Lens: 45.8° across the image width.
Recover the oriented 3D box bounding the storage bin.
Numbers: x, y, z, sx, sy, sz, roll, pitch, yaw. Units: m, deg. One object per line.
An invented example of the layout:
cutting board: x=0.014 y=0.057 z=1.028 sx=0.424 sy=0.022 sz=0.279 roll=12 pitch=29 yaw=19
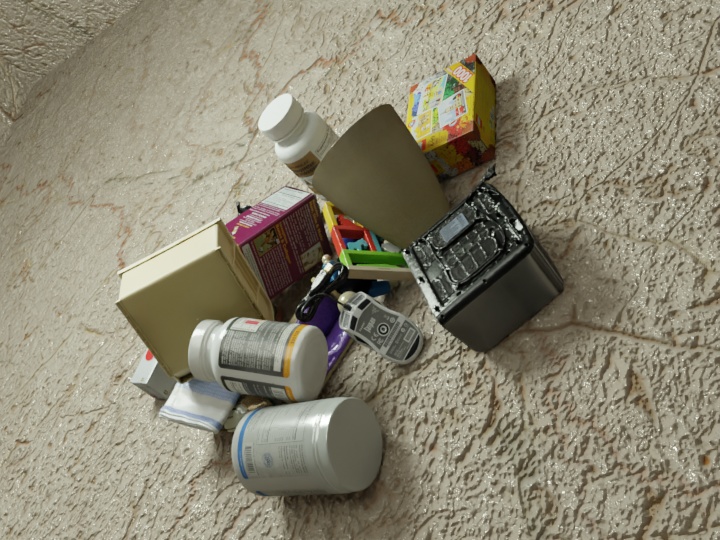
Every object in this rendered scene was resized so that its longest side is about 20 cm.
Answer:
storage bin: x=-0.268 y=0.057 z=1.411 sx=0.197 sy=0.201 sz=0.094 roll=-26 pitch=30 yaw=5

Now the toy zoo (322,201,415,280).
toy zoo: x=0.012 y=-0.060 z=1.428 sx=0.202 sy=0.128 sz=0.021 roll=-111 pitch=33 yaw=-44

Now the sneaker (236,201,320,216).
sneaker: x=-0.185 y=-0.098 z=1.662 sx=0.198 sy=0.140 sz=0.079 roll=-35 pitch=37 yaw=17

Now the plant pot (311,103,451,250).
plant pot: x=0.051 y=-0.130 z=1.390 sx=0.187 sy=0.187 sz=0.200 roll=-44 pitch=80 yaw=5

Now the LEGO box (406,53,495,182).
LEGO box: x=0.159 y=-0.265 z=1.510 sx=0.147 sy=0.077 sz=0.203 roll=-22 pitch=44 yaw=31

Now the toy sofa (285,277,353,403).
toy sofa: x=-0.082 y=0.121 z=1.405 sx=0.097 sy=0.083 sz=0.202 roll=21 pitch=74 yaw=53

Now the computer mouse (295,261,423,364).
computer mouse: x=0.005 y=0.077 z=1.310 sx=0.111 sy=0.198 sz=0.044 roll=-56 pitch=-5 yaw=-10

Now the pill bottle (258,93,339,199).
pill bottle: x=-0.103 y=-0.242 z=1.658 sx=0.113 sy=0.200 sz=0.116 roll=-27 pitch=40 yaw=26

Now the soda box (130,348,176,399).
soda box: x=-0.375 y=0.151 z=1.695 sx=0.063 sy=0.068 sz=0.203 roll=-4 pitch=54 yaw=43

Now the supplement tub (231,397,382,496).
supplement tub: x=-0.080 y=0.258 z=1.235 sx=0.197 sy=0.132 sz=0.134 roll=-13 pitch=48 yaw=37

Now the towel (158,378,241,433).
towel: x=-0.248 y=0.176 z=1.449 sx=0.144 sy=0.024 sz=0.202 roll=6 pitch=57 yaw=37

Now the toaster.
toaster: x=0.177 y=-0.013 z=1.225 sx=0.199 sy=0.118 sz=0.182 roll=-40 pitch=37 yaw=11

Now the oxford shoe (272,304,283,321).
oxford shoe: x=-0.229 y=0.131 z=1.554 sx=0.201 sy=0.075 sz=0.070 roll=-52 pitch=38 yaw=-4

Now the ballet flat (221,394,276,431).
ballet flat: x=-0.216 y=0.249 z=1.435 sx=0.198 sy=0.072 sz=0.065 roll=-15 pitch=8 yaw=47

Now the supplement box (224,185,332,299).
supplement box: x=-0.163 y=-0.044 z=1.535 sx=0.199 sy=0.133 sz=0.102 roll=-35 pitch=34 yaw=-29

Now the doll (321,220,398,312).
doll: x=0.000 y=0.000 z=1.410 sx=0.202 sy=0.134 sz=0.049 roll=-74 pitch=7 yaw=-50

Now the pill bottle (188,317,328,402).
pill bottle: x=-0.157 y=0.133 z=1.309 sx=0.195 sy=0.117 sz=0.118 roll=6 pitch=58 yaw=22

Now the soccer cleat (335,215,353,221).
soccer cleat: x=-0.003 y=-0.162 z=1.598 sx=0.076 sy=0.069 sz=0.203 roll=-13 pitch=46 yaw=34
